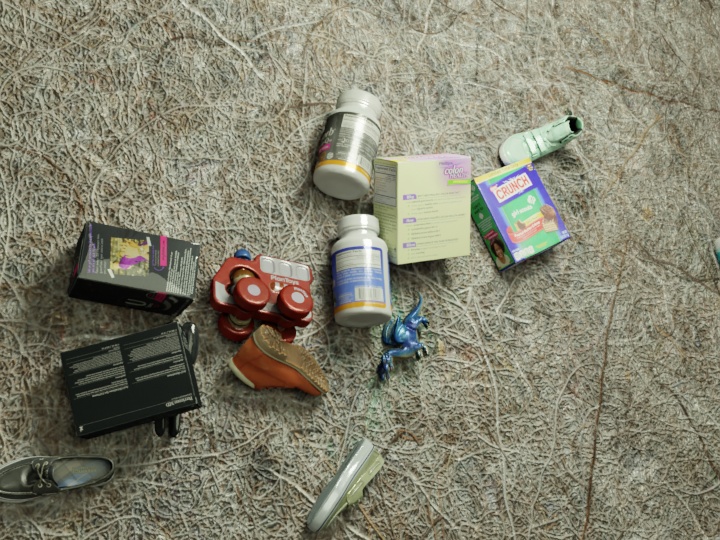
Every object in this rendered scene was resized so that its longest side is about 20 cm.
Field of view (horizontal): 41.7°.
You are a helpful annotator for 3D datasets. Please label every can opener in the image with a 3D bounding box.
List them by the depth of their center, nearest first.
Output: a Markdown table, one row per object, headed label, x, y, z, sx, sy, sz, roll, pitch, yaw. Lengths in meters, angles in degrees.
| label | x | y | z | sx | sy | sz | roll | pitch | yaw |
| --- | --- | --- | --- | --- | --- | --- | --- | --- | --- |
| can opener | -0.328 | 0.186 | 1.631 | 0.063 | 0.078 | 0.202 | 15 | 75 | -28 |

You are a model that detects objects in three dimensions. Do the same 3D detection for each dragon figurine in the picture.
| label | x | y | z | sx | sy | sz | roll | pitch | yaw |
| --- | --- | --- | --- | --- | --- | --- | --- | --- | --- |
| dragon figurine | 0.081 | 0.118 | 1.846 | 0.099 | 0.059 | 0.202 | 15 | 68 | -20 |

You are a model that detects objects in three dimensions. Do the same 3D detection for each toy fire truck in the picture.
| label | x | y | z | sx | sy | sz | roll | pitch | yaw |
| --- | --- | --- | --- | --- | --- | --- | --- | --- | --- |
| toy fire truck | -0.179 | 0.038 | 1.737 | 0.199 | 0.112 | 0.169 | 12 | 44 | -22 |

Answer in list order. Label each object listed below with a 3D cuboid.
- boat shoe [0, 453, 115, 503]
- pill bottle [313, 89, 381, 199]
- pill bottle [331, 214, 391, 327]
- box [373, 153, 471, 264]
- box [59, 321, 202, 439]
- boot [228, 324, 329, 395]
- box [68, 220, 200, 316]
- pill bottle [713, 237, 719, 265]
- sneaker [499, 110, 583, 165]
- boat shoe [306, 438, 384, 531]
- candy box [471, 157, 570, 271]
| label | x | y | z | sx | sy | sz | roll | pitch | yaw |
| --- | --- | --- | --- | --- | --- | --- | --- | --- | --- |
| boat shoe | -0.487 | 0.326 | 1.502 | 0.198 | 0.066 | 0.071 | 1 | 72 | -25 |
| pill bottle | -0.021 | -0.253 | 1.896 | 0.116 | 0.116 | 0.201 | 20 | 64 | -18 |
| pill bottle | 0.000 | 0.000 | 1.819 | 0.111 | 0.112 | 0.202 | 5 | 70 | -23 |
| box | 0.122 | -0.125 | 1.880 | 0.175 | 0.096 | 0.202 | -8 | 105 | -29 |
| box | -0.376 | 0.183 | 1.561 | 0.198 | 0.079 | 0.142 | -14 | 75 | -6 |
| boot | -0.146 | 0.184 | 1.714 | 0.200 | 0.107 | 0.075 | 38 | 19 | -33 |
| box | -0.389 | 0.000 | 1.629 | 0.198 | 0.122 | 0.107 | 12 | 68 | -21 |
| pill bottle | 0.922 | 0.008 | 2.250 | 0.110 | 0.111 | 0.202 | -7 | 75 | -27 |
| sneaker | 0.405 | -0.297 | 2.110 | 0.199 | 0.118 | 0.074 | -24 | 85 | -28 |
| boat shoe | -0.022 | 0.391 | 1.695 | 0.062 | 0.072 | 0.200 | 41 | 58 | -4 |
| candy box | 0.332 | -0.123 | 2.038 | 0.168 | 0.077 | 0.201 | -23 | 82 | -29 |
